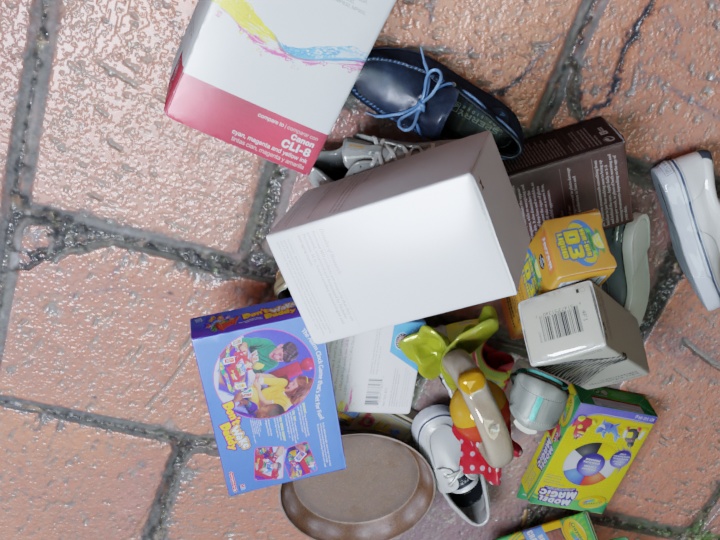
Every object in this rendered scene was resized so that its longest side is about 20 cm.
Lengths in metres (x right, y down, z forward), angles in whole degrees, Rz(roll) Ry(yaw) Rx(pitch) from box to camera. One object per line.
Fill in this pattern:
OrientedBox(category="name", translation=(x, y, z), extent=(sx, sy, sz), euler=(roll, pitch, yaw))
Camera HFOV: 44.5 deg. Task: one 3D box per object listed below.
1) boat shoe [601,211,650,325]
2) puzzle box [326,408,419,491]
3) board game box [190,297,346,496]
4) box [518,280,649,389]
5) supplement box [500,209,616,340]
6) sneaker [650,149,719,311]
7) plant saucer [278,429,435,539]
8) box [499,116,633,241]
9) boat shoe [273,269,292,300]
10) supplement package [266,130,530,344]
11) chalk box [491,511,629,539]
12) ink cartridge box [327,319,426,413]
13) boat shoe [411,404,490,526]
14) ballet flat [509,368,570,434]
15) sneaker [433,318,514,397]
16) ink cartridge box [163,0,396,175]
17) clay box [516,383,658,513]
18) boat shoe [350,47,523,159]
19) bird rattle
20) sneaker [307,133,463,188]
OrientedBox(category="boat shoe", translation=(0.297, 0.013, 1.029), extent=(0.061, 0.073, 0.202), euler=(19, 136, 32))
OrientedBox(category="puzzle box", translation=(-0.038, 0.189, 1.099), extent=(0.199, 0.026, 0.133), euler=(30, 112, -21))
OrientedBox(category="board game box", translation=(-0.095, 0.134, 0.936), extent=(0.133, 0.045, 0.202), euler=(-11, 117, -7))
OrientedBox(category="box", translation=(0.238, 0.073, 0.924), extent=(0.081, 0.069, 0.199), euler=(-19, 157, 26))
OrientedBox(category="supplement box", translation=(0.204, 0.010, 0.937), extent=(0.068, 0.067, 0.200), euler=(-8, 158, -10))
OrientedBox(category="sneaker", translation=(0.389, -0.042, 0.988), extent=(0.070, 0.073, 0.201), euler=(-22, 120, 10))
OrientedBox(category="plant saucer", translation=(-0.005, 0.271, 1.115), extent=(0.198, 0.035, 0.202), euler=(-1, 123, -2))
OrientedBox(category="box", translation=(0.182, -0.080, 0.941), extent=(0.198, 0.075, 0.101), euler=(-17, 122, 1))
OrientedBox(category="boat shoe", translation=(0.000, 0.000, 0.932), extent=(0.198, 0.069, 0.075), euler=(-17, 113, 24))
OrientedBox(category="supplement package", translation=(0.038, -0.029, 0.799), extent=(0.198, 0.117, 0.118), euler=(-16, 110, 24))
OrientedBox(category="chalk box", translation=(0.280, 0.417, 1.196), extent=(0.198, 0.125, 0.124), euler=(-20, 144, 5))
OrientedBox(category="ink cartridge box", translation=(-0.036, 0.094, 0.999), extent=(0.198, 0.068, 0.116), euler=(5, 108, -15))
OrientedBox(category="boat shoe", translation=(0.121, 0.253, 1.119), extent=(0.071, 0.066, 0.201), euler=(-24, 127, -5))
OrientedBox(category="ballet flat", translation=(0.181, 0.137, 0.922), extent=(0.067, 0.200, 0.064), euler=(20, 88, 14))
OrientedBox(category="sneaker", translation=(0.151, 0.141, 1.064), extent=(0.090, 0.078, 0.201), euler=(-24, 120, 5))
OrientedBox(category="ink cartridge box", translation=(-0.070, -0.222, 0.783), extent=(0.143, 0.146, 0.201), euler=(21, 116, -18))
OrientedBox(category="clay box", translation=(0.293, 0.247, 1.161), extent=(0.114, 0.048, 0.202), euler=(11, 118, -14))
OrientedBox(category="boat shoe", translation=(0.081, -0.168, 0.878), extent=(0.198, 0.069, 0.085), euler=(13, 118, -14))
OrientedBox(category="bird rattle", translation=(0.118, 0.149, 0.945), extent=(0.111, 0.163, 0.202), euler=(-15, 101, -2))
OrientedBox(category="sneaker", translation=(0.030, -0.099, 0.864), extent=(0.198, 0.076, 0.092), euler=(-12, 140, 32))
